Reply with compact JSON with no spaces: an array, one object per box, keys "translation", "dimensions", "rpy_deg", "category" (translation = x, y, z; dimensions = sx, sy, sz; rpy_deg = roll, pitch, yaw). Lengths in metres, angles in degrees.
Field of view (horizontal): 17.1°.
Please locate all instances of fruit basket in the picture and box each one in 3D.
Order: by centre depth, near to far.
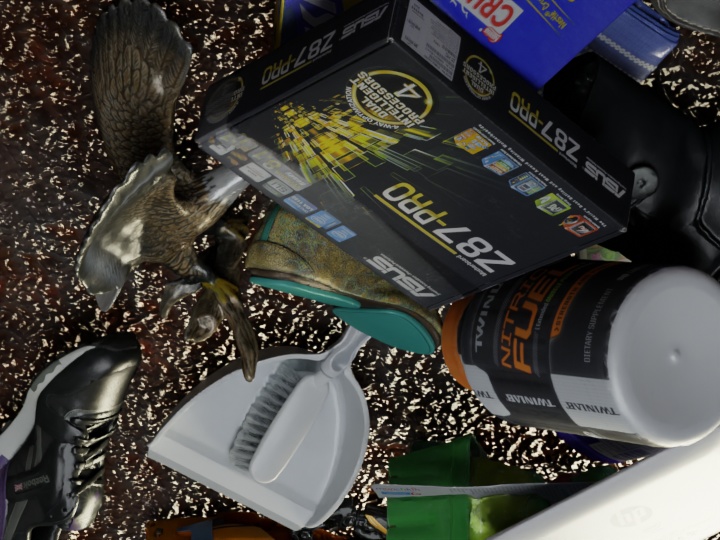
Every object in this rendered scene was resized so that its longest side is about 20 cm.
[{"translation":[0.121,0.160,1.613],"dimensions":[0.199,0.094,0.185],"rpy_deg":[-9,159,11],"category":"fruit basket"}]

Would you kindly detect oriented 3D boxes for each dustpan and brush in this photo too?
[{"translation":[-0.034,0.078,1.592],"dimensions":[0.139,0.057,0.201],"rpy_deg":[29,100,-23],"category":"dustpan and brush"}]

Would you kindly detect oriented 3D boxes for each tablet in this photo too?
[{"translation":[0.182,0.157,1.526],"dimensions":[0.199,0.014,0.130],"rpy_deg":[-31,143,26],"category":"tablet"}]

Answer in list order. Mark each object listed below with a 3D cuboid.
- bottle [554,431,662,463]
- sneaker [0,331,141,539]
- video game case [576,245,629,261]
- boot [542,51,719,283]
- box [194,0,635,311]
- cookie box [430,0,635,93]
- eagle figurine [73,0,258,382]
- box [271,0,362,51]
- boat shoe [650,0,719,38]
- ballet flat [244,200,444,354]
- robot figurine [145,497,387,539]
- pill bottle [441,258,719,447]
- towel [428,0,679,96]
[{"translation":[0.199,0.072,1.507],"dimensions":[0.083,0.066,0.200],"rpy_deg":[36,152,-20],"category":"bottle"},{"translation":[-0.190,0.123,1.603],"dimensions":[0.075,0.088,0.200],"rpy_deg":[-12,152,-46],"category":"sneaker"},{"translation":[0.213,0.003,1.557],"dimensions":[0.142,0.018,0.201],"rpy_deg":[-5,129,4],"category":"video game case"},{"translation":[0.198,-0.083,1.429],"dimensions":[0.168,0.077,0.200],"rpy_deg":[31,110,-21],"category":"boot"},{"translation":[0.032,-0.065,1.352],"dimensions":[0.161,0.049,0.200],"rpy_deg":[-21,135,41],"category":"box"},{"translation":[0.104,-0.223,1.289],"dimensions":[0.200,0.075,0.171],"rpy_deg":[-42,129,8],"category":"cookie box"},{"translation":[-0.122,-0.049,1.444],"dimensions":[0.151,0.152,0.200],"rpy_deg":[-50,139,-7],"category":"eagle figurine"},{"translation":[-0.012,-0.173,1.374],"dimensions":[0.070,0.064,0.201],"rpy_deg":[5,123,-3],"category":"box"},{"translation":[0.269,-0.157,1.400],"dimensions":[0.199,0.057,0.067],"rpy_deg":[3,126,-2],"category":"boat shoe"},{"translation":[0.000,0.000,1.481],"dimensions":[0.070,0.071,0.200],"rpy_deg":[-29,151,22],"category":"ballet flat"},{"translation":[-0.053,0.225,1.715],"dimensions":[0.199,0.058,0.146],"rpy_deg":[-1,130,2],"category":"robot figurine"},{"translation":[0.131,0.046,1.445],"dimensions":[0.106,0.107,0.200],"rpy_deg":[39,162,-27],"category":"pill bottle"},{"translation":[0.080,-0.118,1.463],"dimensions":[0.144,0.024,0.200],"rpy_deg":[30,125,-24],"category":"towel"}]
